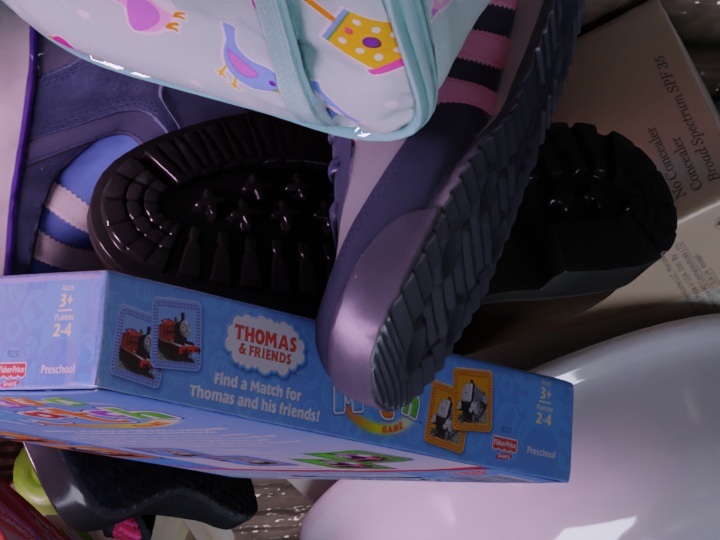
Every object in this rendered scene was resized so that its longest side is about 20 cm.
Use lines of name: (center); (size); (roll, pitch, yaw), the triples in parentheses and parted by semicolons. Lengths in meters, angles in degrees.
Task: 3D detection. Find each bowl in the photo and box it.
bowl: (0.083, 0.102, 0.965); (0.200, 0.091, 0.201); (-20, 161, -7)

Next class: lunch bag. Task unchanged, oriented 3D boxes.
lunch bag: (-0.042, -0.123, 0.655); (0.077, 0.159, 0.201); (-58, 154, -25)

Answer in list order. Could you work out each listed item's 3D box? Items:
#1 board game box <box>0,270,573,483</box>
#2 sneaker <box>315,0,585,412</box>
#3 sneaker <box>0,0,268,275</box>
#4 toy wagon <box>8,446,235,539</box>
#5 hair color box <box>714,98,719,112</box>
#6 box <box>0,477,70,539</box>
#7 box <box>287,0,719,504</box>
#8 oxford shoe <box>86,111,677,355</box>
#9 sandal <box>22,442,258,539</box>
board game box: (-0.055, 0.036, 0.781); (0.150, 0.037, 0.199); (-3, 169, 42)
sneaker: (0.009, -0.045, 0.754); (0.081, 0.201, 0.070); (13, 140, 13)
sneaker: (-0.068, -0.028, 0.850); (0.145, 0.081, 0.201); (-3, 138, -18)
toy wagon: (-0.146, 0.145, 1.052); (0.199, 0.040, 0.155); (-35, 144, -5)
hair color box: (0.135, -0.002, 1.018); (0.199, 0.061, 0.099); (-36, 144, 22)
box: (-0.127, 0.159, 0.962); (0.094, 0.103, 0.200); (-38, 145, -1)
box: (0.045, -0.003, 0.940); (0.199, 0.095, 0.078); (-28, 146, 9)
oxford shoe: (0.000, 0.000, 0.813); (0.199, 0.073, 0.084); (3, 149, -31)
sandal: (-0.090, 0.067, 0.948); (0.045, 0.076, 0.200); (-28, 169, 14)
